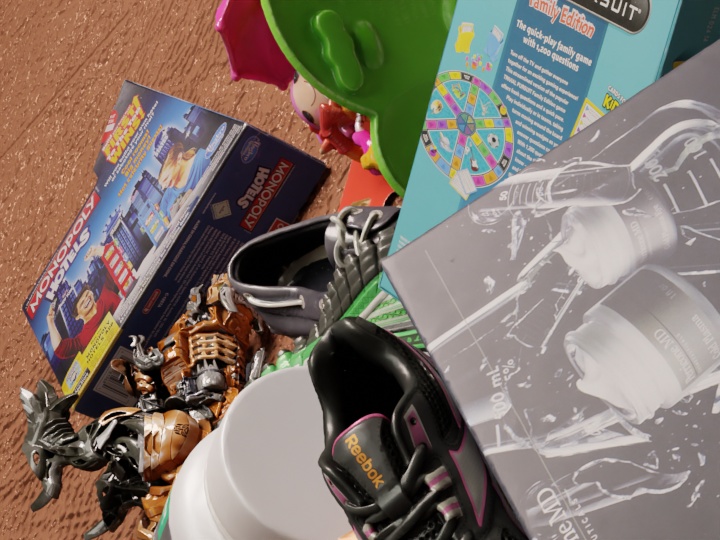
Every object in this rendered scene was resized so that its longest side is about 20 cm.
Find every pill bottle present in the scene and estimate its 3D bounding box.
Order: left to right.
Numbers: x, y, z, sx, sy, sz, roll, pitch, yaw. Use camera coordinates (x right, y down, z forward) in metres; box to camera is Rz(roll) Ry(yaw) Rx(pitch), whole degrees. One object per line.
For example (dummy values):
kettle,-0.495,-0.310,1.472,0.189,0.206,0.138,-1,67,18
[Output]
pill bottle,-0.041,0.136,1.290,0.200,0.113,0.113,115,163,-51

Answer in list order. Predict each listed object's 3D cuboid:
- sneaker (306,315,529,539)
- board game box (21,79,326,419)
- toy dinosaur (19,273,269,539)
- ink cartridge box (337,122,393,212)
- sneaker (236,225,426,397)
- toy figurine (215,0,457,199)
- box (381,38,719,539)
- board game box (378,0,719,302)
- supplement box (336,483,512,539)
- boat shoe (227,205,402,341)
sneaker,0.022,0.097,1.094,0.080,0.086,0.200,-40,43,10
board game box,-0.123,-0.028,1.698,0.200,0.062,0.200,-57,27,11
toy dinosaur,-0.114,0.095,1.552,0.136,0.102,0.200,-12,33,37
ink cartridge box,0.035,-0.119,1.521,0.163,0.057,0.200,-16,48,55
sneaker,-0.001,0.067,1.389,0.085,0.078,0.200,58,135,26
toy figurine,-0.004,-0.118,1.476,0.184,0.150,0.200,-12,97,69
box,0.136,0.038,1.035,0.182,0.104,0.200,-34,49,6
board game box,0.089,-0.055,1.230,0.151,0.047,0.200,36,116,51
supplement box,0.091,0.100,1.150,0.200,0.069,0.067,-30,42,15
boat shoe,0.000,0.000,1.458,0.200,0.063,0.073,-12,53,55
